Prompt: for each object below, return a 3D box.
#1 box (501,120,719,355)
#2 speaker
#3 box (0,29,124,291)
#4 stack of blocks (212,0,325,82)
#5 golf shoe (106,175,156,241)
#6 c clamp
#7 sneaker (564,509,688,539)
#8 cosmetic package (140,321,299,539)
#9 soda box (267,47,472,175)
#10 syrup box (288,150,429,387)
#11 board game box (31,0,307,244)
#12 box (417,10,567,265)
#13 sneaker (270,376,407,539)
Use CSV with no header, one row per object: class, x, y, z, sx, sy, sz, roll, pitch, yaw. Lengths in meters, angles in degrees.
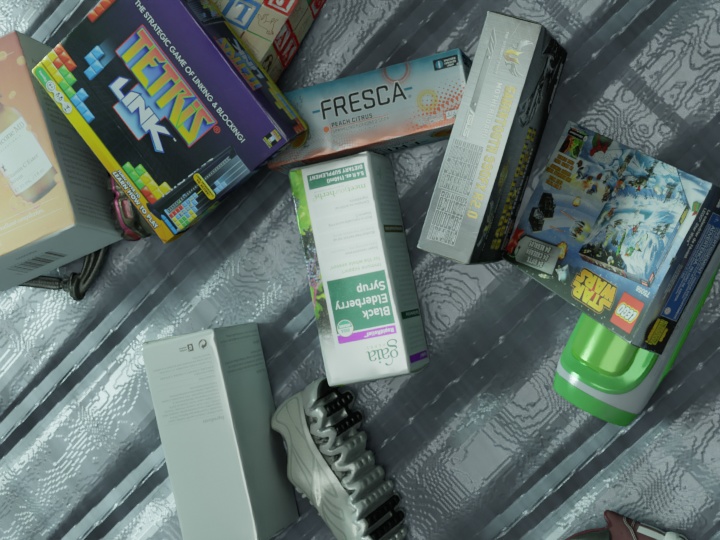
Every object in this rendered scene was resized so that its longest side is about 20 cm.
box,0.208,-0.033,1.032,0.040,0.200,0.138,21,101,-31
speaker,0.241,0.028,1.067,0.088,0.088,0.201,27,99,14
box,-0.341,-0.102,1.208,0.151,0.106,0.201,-23,79,13
stack of blocks,-0.146,-0.264,1.167,0.199,0.059,0.116,28,80,14
golf shoe,-0.207,-0.134,1.204,0.091,0.073,0.201,-12,98,10
c clamp,-0.344,-0.014,1.271,0.199,0.027,0.172,0,86,17
sneaker,0.203,0.304,1.100,0.115,0.076,0.201,25,88,19
cosmetic package,-0.129,0.155,1.166,0.081,0.113,0.202,-12,86,17
soda box,0.009,-0.142,1.139,0.199,0.064,0.069,-11,84,16
syrup box,0.000,0.000,1.138,0.078,0.081,0.202,-11,87,16
board game box,-0.171,-0.152,1.112,0.165,0.057,0.200,-37,93,27
box,0.116,-0.107,1.061,0.048,0.158,0.201,18,96,15
sneaker,-0.019,0.203,1.163,0.081,0.075,0.201,-26,82,29
